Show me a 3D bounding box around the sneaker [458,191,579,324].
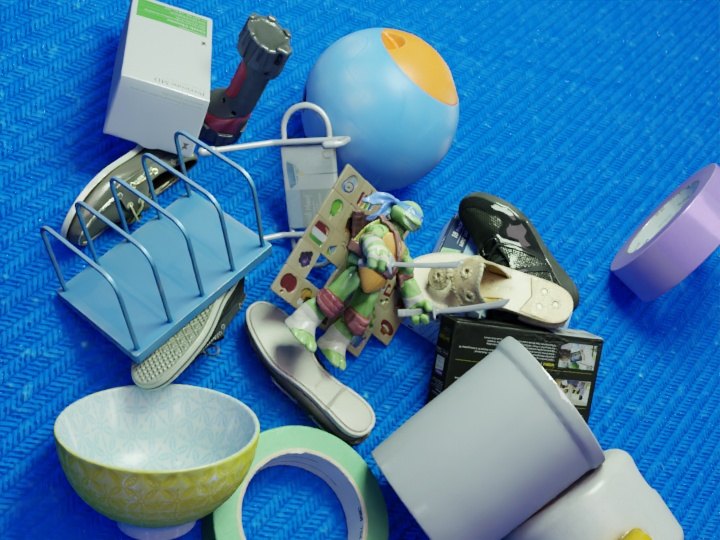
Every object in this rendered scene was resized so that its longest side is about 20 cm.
[{"bbox_3d":[0.180,-0.005,1.318,0.200,0.076,0.114,53,48,1],"label":"sneaker"}]

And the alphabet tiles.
[{"bbox_3d":[0.000,0.000,1.239,0.200,0.008,0.168,41,75,-41],"label":"alphabet tiles"}]

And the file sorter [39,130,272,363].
[{"bbox_3d":[-0.217,-0.034,1.122,0.138,0.123,0.200,32,59,29],"label":"file sorter"}]

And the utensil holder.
[{"bbox_3d":[0.136,0.200,1.144,0.199,0.170,0.170,-38,83,-3],"label":"utensil holder"}]

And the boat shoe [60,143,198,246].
[{"bbox_3d":[-0.262,-0.092,1.207,0.060,0.072,0.202,36,50,2],"label":"boat shoe"}]

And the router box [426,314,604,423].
[{"bbox_3d":[0.182,0.139,1.263,0.198,0.051,0.151,8,96,-18],"label":"router box"}]

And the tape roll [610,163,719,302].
[{"bbox_3d":[0.435,-0.051,1.446,0.066,0.200,0.200,43,54,0],"label":"tape roll"}]

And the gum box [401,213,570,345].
[{"bbox_3d":[0.170,0.049,1.359,0.199,0.045,0.171,33,55,-8],"label":"gum box"}]

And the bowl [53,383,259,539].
[{"bbox_3d":[-0.201,0.200,1.046,0.198,0.200,0.109,-5,110,-28],"label":"bowl"}]

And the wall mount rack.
[{"bbox_3d":[-0.093,-0.092,1.249,0.172,0.075,0.202,-2,104,13],"label":"wall mount rack"}]

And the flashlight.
[{"bbox_3d":[-0.144,-0.226,1.256,0.067,0.200,0.069,5,60,-22],"label":"flashlight"}]

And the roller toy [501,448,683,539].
[{"bbox_3d":[0.262,0.302,1.181,0.140,0.200,0.182,54,41,8],"label":"roller toy"}]

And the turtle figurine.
[{"bbox_3d":[0.027,0.030,1.152,0.200,0.144,0.194,44,96,8],"label":"turtle figurine"}]

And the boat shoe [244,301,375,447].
[{"bbox_3d":[-0.067,0.124,1.205,0.200,0.057,0.067,46,51,9],"label":"boat shoe"}]

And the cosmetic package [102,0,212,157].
[{"bbox_3d":[-0.236,-0.232,1.248,0.107,0.085,0.201,14,36,-20],"label":"cosmetic package"}]

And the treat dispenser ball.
[{"bbox_3d":[0.025,-0.201,1.325,0.199,0.201,0.203,11,60,-20],"label":"treat dispenser ball"}]

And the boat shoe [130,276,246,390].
[{"bbox_3d":[-0.181,0.063,1.160,0.074,0.063,0.201,8,43,22],"label":"boat shoe"}]

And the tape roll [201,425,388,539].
[{"bbox_3d":[-0.068,0.268,1.125,0.198,0.048,0.202,11,61,-20],"label":"tape roll"}]

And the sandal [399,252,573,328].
[{"bbox_3d":[0.149,0.011,1.236,0.209,0.070,0.078,14,66,5],"label":"sandal"}]
